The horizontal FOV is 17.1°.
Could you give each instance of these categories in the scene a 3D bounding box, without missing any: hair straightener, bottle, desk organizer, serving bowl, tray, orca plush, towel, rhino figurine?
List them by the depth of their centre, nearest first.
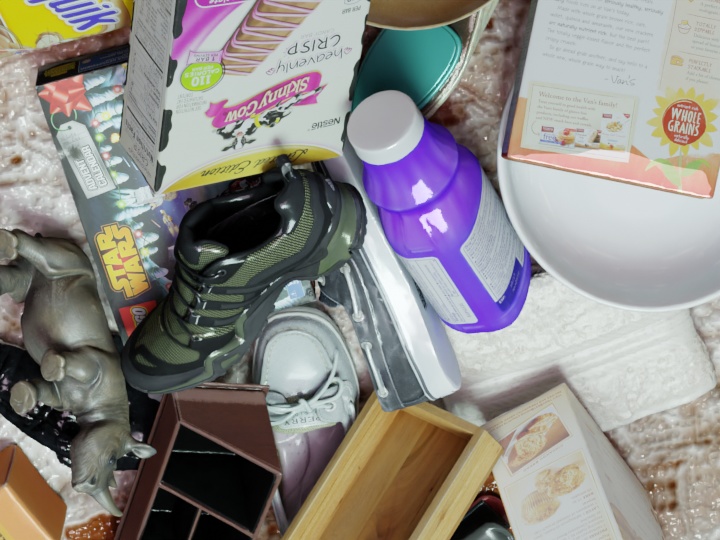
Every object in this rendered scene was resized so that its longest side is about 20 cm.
[{"bbox_3d":[0.050,-0.039,1.544,0.065,0.084,0.200,-5,147,24],"label":"bottle"},{"bbox_3d":[0.186,-0.074,1.568,0.199,0.066,0.201,0,93,-1],"label":"serving bowl"},{"bbox_3d":[-0.189,0.067,1.583,0.060,0.087,0.201,-24,83,29],"label":"rhino figurine"},{"bbox_3d":[0.003,0.181,1.608,0.200,0.098,0.037,-58,139,-11],"label":"tray"},{"bbox_3d":[-0.197,0.090,1.632,0.200,0.071,0.105,41,106,-19],"label":"orca plush"},{"bbox_3d":[-0.115,0.171,1.633,0.071,0.077,0.200,4,134,-19],"label":"desk organizer"},{"bbox_3d":[0.136,0.055,1.658,0.199,0.035,0.133,-19,115,5],"label":"towel"},{"bbox_3d":[0.029,0.241,1.713,0.200,0.077,0.041,-35,114,12],"label":"hair straightener"}]

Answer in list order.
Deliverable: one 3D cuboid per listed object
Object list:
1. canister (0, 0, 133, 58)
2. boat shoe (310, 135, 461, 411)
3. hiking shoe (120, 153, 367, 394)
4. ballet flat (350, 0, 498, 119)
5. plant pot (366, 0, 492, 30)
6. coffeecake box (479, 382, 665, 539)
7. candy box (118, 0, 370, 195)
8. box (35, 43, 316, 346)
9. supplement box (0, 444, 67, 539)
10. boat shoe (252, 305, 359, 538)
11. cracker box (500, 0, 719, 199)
[{"bbox_3d":[-0.214,-0.195,1.471,0.199,0.087,0.149,-13,148,5],"label":"canister"},{"bbox_3d":[0.000,0.000,1.596,0.068,0.072,0.201,-20,105,14],"label":"boat shoe"},{"bbox_3d":[-0.095,-0.003,1.532,0.200,0.076,0.101,-42,136,17],"label":"hiking shoe"},{"bbox_3d":[0.063,-0.166,1.536,0.067,0.062,0.200,42,114,24],"label":"ballet flat"},{"bbox_3d":[0.027,-0.249,1.477,0.199,0.027,0.201,7,109,21],"label":"plant pot"},{"bbox_3d":[0.164,0.202,1.612,0.073,0.200,0.154,-28,135,11],"label":"coffeecake box"},{"bbox_3d":[-0.067,-0.150,1.452,0.136,0.061,0.201,-14,137,-26],"label":"candy box"},{"bbox_3d":[-0.120,-0.056,1.587,0.136,0.040,0.201,-15,115,4],"label":"box"},{"bbox_3d":[-0.305,0.207,1.684,0.200,0.069,0.067,-32,111,13],"label":"supplement box"},{"bbox_3d":[-0.036,0.122,1.660,0.074,0.065,0.203,-3,115,-2],"label":"boat shoe"},{"bbox_3d":[0.173,-0.155,1.503,0.133,0.058,0.201,12,93,-2],"label":"cracker box"}]
